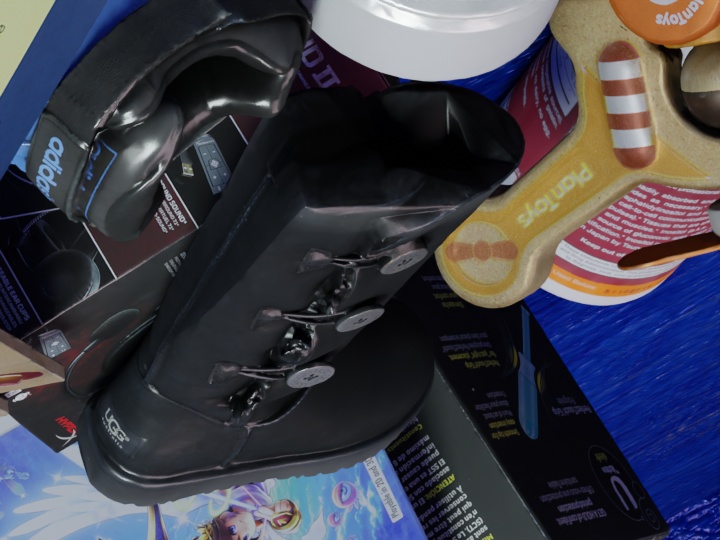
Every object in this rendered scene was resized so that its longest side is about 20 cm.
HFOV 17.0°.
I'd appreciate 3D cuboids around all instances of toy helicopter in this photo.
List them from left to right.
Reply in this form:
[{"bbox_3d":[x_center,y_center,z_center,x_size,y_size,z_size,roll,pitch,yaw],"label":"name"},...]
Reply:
[{"bbox_3d":[0.107,-0.042,0.892,0.200,0.132,0.079,-40,177,35],"label":"toy helicopter"}]

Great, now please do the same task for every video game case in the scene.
[{"bbox_3d":[-0.080,0.100,1.039,0.181,0.201,0.045,-29,-163,-11],"label":"video game case"}]

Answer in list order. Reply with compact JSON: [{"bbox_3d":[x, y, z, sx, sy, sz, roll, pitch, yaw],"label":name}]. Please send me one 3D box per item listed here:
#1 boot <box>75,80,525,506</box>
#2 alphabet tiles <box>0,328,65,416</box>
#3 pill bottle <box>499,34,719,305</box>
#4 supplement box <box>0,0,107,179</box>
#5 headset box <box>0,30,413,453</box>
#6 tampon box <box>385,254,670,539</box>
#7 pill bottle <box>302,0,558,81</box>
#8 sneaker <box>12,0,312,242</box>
[{"bbox_3d":[-0.001,0.000,0.859,0.164,0.066,0.200,-21,156,-39],"label":"boot"},{"bbox_3d":[-0.206,0.041,0.788,0.199,0.008,0.167,-11,164,11],"label":"alphabet tiles"},{"bbox_3d":[0.135,-0.078,1.062,0.113,0.113,0.200,-22,162,-33],"label":"pill bottle"},{"bbox_3d":[-0.187,-0.024,0.451,0.200,0.134,0.200,-58,159,11],"label":"supplement box"},{"bbox_3d":[-0.063,-0.026,0.901,0.199,0.077,0.149,-31,164,-3],"label":"headset box"},{"bbox_3d":[0.029,0.086,1.191,0.126,0.200,0.150,-39,163,22],"label":"tampon box"},{"bbox_3d":[0.034,-0.141,0.646,0.114,0.115,0.200,-26,159,-23],"label":"pill bottle"},{"bbox_3d":[-0.107,-0.052,0.667,0.199,0.111,0.077,-25,163,-24],"label":"sneaker"}]
